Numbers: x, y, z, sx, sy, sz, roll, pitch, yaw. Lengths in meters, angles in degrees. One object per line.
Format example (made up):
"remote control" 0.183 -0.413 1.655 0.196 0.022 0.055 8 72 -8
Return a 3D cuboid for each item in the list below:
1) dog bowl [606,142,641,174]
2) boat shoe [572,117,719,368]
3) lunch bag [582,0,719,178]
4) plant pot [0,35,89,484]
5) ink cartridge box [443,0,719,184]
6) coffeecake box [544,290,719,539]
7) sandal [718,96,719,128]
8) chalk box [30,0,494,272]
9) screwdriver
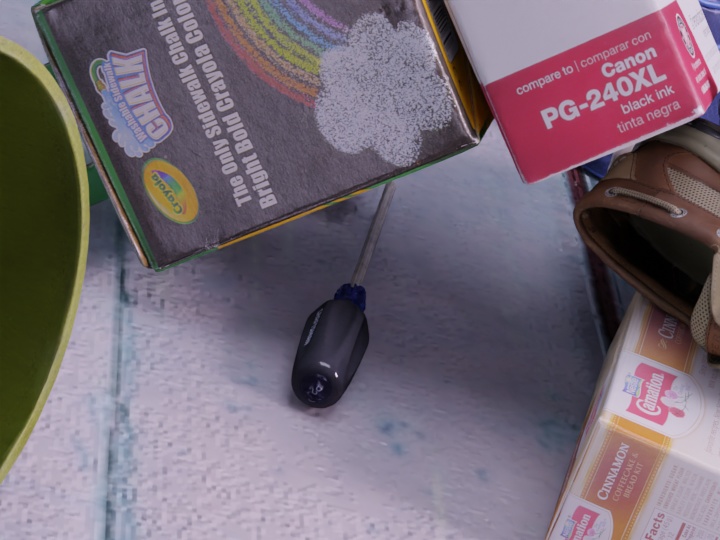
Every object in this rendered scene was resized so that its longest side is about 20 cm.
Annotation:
"dog bowl" 0.198 -0.010 1.226 0.199 0.059 0.200 22 2 -1
"boat shoe" 0.164 0.015 1.073 0.074 0.076 0.200 -29 46 -26
"lunch bag" 0.142 -0.144 1.417 0.135 0.133 0.200 -12 41 -45
"plant pot" -0.226 -0.010 0.900 0.192 0.202 0.200 21 25 27
"ink cartridge box" 0.075 -0.150 1.120 0.201 0.083 0.145 67 15 -5
"coffeecake box" 0.187 0.092 1.095 0.199 0.073 0.154 23 28 4
"sandal" 0.231 -0.012 1.085 0.059 0.079 0.207 -36 77 -19
"chalk box" -0.053 -0.086 1.142 0.199 0.125 0.124 -20 12 16
"screwdriver" 0.000 0.000 1.171 0.028 0.029 0.200 21 33 0
